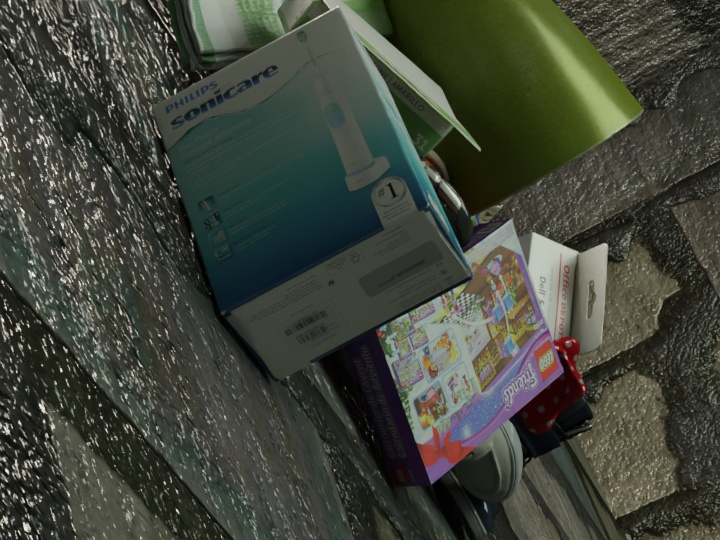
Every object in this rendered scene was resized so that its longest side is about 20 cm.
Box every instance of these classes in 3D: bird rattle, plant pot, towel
[{"bbox_3d":[0.094,0.064,1.777,0.200,0.163,0.113,57,21,-24],"label":"bird rattle"},{"bbox_3d":[0.104,-0.172,1.733,0.200,0.187,0.187,59,7,-4],"label":"plant pot"},{"bbox_3d":[-0.069,-0.241,1.652,0.031,0.199,0.150,-18,-95,54],"label":"towel"}]

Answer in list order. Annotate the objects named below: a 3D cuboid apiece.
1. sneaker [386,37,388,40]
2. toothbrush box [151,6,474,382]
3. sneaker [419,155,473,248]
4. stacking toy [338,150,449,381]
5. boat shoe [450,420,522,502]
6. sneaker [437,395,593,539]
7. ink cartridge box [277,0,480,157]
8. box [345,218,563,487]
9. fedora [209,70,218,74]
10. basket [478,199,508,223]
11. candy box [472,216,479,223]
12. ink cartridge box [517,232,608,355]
[{"bbox_3d":[0.024,-0.208,1.813,0.114,0.076,0.200,39,-43,54],"label":"sneaker"},{"bbox_3d":[-0.034,-0.052,1.337,0.085,0.146,0.200,56,8,-48],"label":"toothbrush box"},{"bbox_3d":[-0.021,-0.055,1.566,0.200,0.116,0.076,39,-26,11],"label":"sneaker"},{"bbox_3d":[0.000,0.000,1.644,0.146,0.146,0.201,54,29,-51],"label":"stacking toy"},{"bbox_3d":[0.075,0.121,1.690,0.070,0.071,0.201,-62,139,-48],"label":"boat shoe"},{"bbox_3d":[0.136,0.154,1.838,0.077,0.146,0.202,62,8,-18],"label":"sneaker"},{"bbox_3d":[0.011,-0.144,1.554,0.145,0.048,0.200,40,11,-17],"label":"ink cartridge box"},{"bbox_3d":[0.073,0.061,1.615,0.200,0.039,0.137,-34,109,-46],"label":"box"},{"bbox_3d":[-0.088,-0.198,1.759,0.200,0.090,0.177,59,7,-25],"label":"fedora"},{"bbox_3d":[0.052,-0.153,2.085,0.199,0.161,0.199,13,42,-41],"label":"basket"},{"bbox_3d":[0.068,-0.018,1.925,0.200,0.077,0.170,77,12,-58],"label":"candy box"},{"bbox_3d":[0.146,0.037,2.018,0.067,0.200,0.118,22,63,-33],"label":"ink cartridge box"}]
